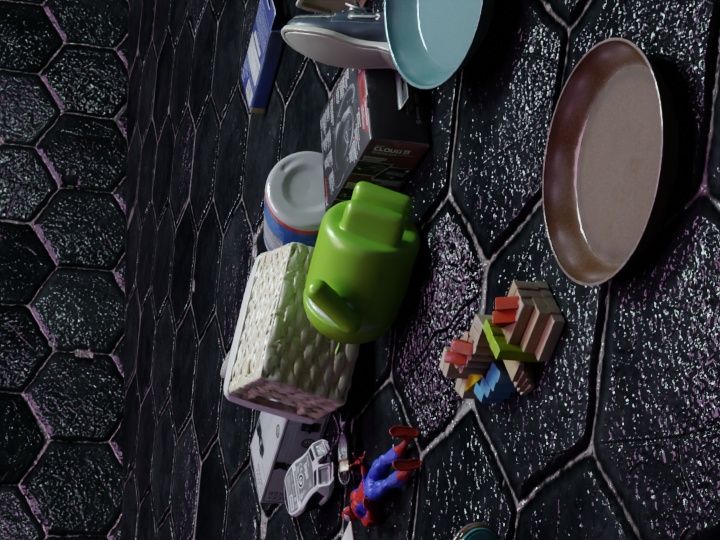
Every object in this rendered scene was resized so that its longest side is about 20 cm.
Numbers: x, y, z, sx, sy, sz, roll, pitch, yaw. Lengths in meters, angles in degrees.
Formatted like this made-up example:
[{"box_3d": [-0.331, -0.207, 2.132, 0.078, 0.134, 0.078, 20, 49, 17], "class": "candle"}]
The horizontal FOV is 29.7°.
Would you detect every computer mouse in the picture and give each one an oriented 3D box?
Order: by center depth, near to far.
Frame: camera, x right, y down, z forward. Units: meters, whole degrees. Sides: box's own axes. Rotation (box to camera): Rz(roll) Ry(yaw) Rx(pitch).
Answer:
[{"box_3d": [-0.046, 0.257, 1.762, 0.200, 0.044, 0.110, 128, 139, -50], "class": "computer mouse"}]

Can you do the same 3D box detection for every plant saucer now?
[{"box_3d": [0.204, -0.086, 1.098, 0.200, 0.032, 0.200, -175, 90, -73], "class": "plant saucer"}, {"box_3d": [0.088, -0.287, 1.409, 0.200, 0.036, 0.200, 2, 92, 62], "class": "plant saucer"}]

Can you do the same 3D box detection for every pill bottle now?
[{"box_3d": [-0.071, -0.064, 1.785, 0.200, 0.112, 0.112, 100, 169, -67], "class": "pill bottle"}]

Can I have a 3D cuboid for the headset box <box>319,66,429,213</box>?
[{"box_3d": [0.016, -0.174, 1.627, 0.200, 0.077, 0.149, 126, 145, -56], "class": "headset box"}]

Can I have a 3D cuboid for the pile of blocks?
[{"box_3d": [0.119, 0.080, 1.265, 0.200, 0.062, 0.082, 122, 148, -55], "class": "pile of blocks"}]

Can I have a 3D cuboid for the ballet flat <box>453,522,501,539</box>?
[{"box_3d": [0.098, 0.334, 1.258, 0.067, 0.068, 0.200, 139, 135, -75], "class": "ballet flat"}]

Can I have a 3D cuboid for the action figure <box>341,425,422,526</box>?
[{"box_3d": [0.016, 0.246, 1.564, 0.200, 0.052, 0.065, 116, 149, -53], "class": "action figure"}]

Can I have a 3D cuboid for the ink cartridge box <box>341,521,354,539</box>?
[{"box_3d": [-0.004, 0.419, 1.576, 0.176, 0.045, 0.200, 116, 152, -49], "class": "ink cartridge box"}]

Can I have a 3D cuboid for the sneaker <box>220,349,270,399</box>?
[{"box_3d": [-0.091, 0.112, 1.815, 0.200, 0.100, 0.070, -39, -28, -45], "class": "sneaker"}]

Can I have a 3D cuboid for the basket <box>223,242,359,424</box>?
[{"box_3d": [-0.074, 0.077, 1.702, 0.123, 0.136, 0.200, -26, 48, 62], "class": "basket"}]

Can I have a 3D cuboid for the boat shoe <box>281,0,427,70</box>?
[{"box_3d": [0.007, -0.269, 1.533, 0.075, 0.200, 0.062, 46, -122, -58], "class": "boat shoe"}]

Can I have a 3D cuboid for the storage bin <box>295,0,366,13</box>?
[{"box_3d": [-0.024, -0.475, 1.804, 0.199, 0.094, 0.200, 130, 141, -60], "class": "storage bin"}]

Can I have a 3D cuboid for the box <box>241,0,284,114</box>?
[{"box_3d": [-0.161, -0.381, 2.300, 0.121, 0.032, 0.200, -105, 25, -46], "class": "box"}]

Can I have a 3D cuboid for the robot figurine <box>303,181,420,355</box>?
[{"box_3d": [0.000, 0.000, 1.563, 0.175, 0.116, 0.200, -71, -2, -55], "class": "robot figurine"}]

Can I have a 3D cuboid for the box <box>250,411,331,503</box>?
[{"box_3d": [-0.099, 0.219, 1.898, 0.117, 0.060, 0.200, -106, 27, -48], "class": "box"}]
